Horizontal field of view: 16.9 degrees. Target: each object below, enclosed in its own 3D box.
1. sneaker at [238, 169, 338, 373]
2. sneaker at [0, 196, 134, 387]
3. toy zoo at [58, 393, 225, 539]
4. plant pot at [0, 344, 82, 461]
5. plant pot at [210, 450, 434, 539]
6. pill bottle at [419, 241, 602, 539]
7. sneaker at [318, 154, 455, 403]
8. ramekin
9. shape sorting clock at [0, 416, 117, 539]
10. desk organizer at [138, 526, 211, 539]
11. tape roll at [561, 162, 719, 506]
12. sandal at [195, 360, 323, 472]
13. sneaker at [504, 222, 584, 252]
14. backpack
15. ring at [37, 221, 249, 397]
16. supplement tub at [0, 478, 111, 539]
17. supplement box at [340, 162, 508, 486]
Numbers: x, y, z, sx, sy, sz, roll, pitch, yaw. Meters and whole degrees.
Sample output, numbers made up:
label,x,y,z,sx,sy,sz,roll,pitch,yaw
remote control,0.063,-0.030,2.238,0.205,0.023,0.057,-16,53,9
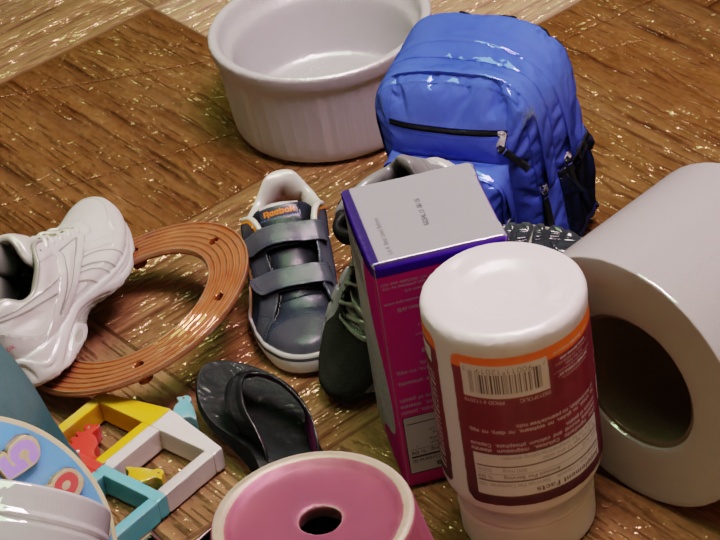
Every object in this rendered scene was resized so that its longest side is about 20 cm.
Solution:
label,x,y,z,sx,sy,sz,roll,pitch,yaw
sneaker,-0.057,-0.003,1.934,0.078,0.080,0.200,-11,37,-3
sneaker,-0.244,-0.004,1.915,0.078,0.100,0.200,-15,34,28
toy zoo,-0.193,0.155,1.793,0.131,0.021,0.200,20,45,35
plant pot,-0.316,0.109,1.703,0.199,0.189,0.200,-14,32,9
plant pot,-0.017,0.221,1.522,0.199,0.180,0.200,-7,35,5
pill bottle,0.106,0.091,1.655,0.114,0.201,0.114,-6,36,4
sneaker,0.000,0.000,1.801,0.075,0.201,0.115,26,5,29
ramekin,-0.031,-0.181,2.159,0.199,0.098,0.201,-6,35,4
shape sorting clock,-0.255,0.196,1.614,0.199,0.201,0.039,-25,8,-21
desk organizer,-0.092,0.196,1.633,0.200,0.077,0.072,-38,55,-25
tape roll,0.232,0.044,1.691,0.139,0.203,0.202,-34,42,-30
sandal,-0.060,0.116,1.780,0.075,0.048,0.201,-10,36,-25
sneaker,0.159,0.016,1.847,0.199,0.087,0.078,-4,42,-6
backpack,0.097,-0.092,1.915,0.162,0.201,0.168,5,37,19
ring,-0.175,0.033,1.921,0.200,0.019,0.201,-20,32,14
supplement tub,-0.232,0.240,1.517,0.131,0.132,0.201,3,73,17
supplement box,0.056,0.040,1.740,0.103,0.201,0.101,-13,36,-7
